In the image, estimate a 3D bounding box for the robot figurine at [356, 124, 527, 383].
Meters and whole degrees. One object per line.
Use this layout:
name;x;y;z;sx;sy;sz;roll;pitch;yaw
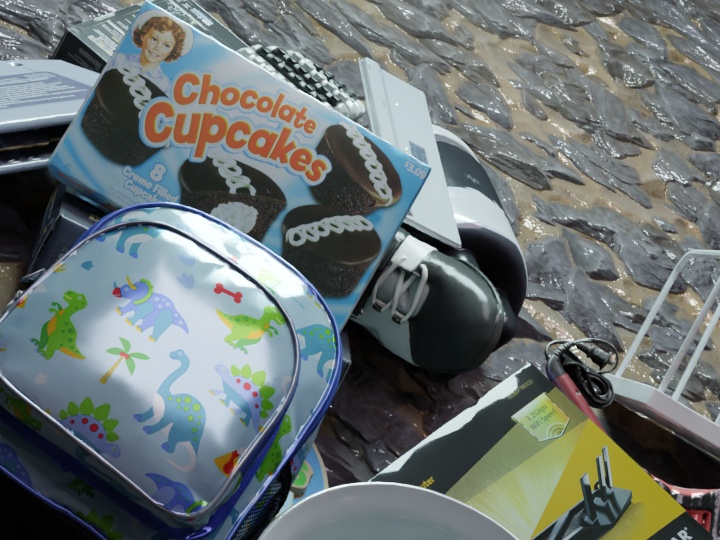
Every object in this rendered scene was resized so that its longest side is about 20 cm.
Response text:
robot figurine;0.041;-0.014;1.542;0.124;0.151;0.201;-3;37;-13

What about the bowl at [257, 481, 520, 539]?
bowl;0.016;0.217;1.173;0.199;0.091;0.202;15;46;-16

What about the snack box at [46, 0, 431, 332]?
snack box;-0.072;-0.059;1.346;0.199;0.117;0.037;30;-11;0

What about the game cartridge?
game cartridge;-0.232;-0.099;1.426;0.133;0.041;0.199;26;24;35

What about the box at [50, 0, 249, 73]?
box;-0.105;-0.112;1.622;0.200;0.044;0.160;39;29;10

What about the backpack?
backpack;-0.107;0.062;1.184;0.182;0.147;0.200;36;53;3

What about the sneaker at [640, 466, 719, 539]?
sneaker;0.199;0.172;1.455;0.199;0.087;0.074;22;65;-11

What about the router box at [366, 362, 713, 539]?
router box;0.085;0.164;1.321;0.157;0.052;0.199;43;51;17

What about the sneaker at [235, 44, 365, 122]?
sneaker;-0.079;-0.094;1.464;0.199;0.081;0.075;-10;44;-47

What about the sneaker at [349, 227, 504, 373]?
sneaker;0.000;0.000;1.396;0.199;0.075;0.088;33;9;38

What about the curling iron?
curling iron;0.172;0.128;1.397;0.049;0.026;0.201;-23;80;-22

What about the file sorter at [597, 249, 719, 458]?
file sorter;0.294;0.084;1.597;0.199;0.125;0.139;29;-3;-7

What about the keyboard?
keyboard;0.031;-0.080;1.494;0.056;0.011;0.201;32;25;-24

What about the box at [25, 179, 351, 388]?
box;-0.104;0.006;1.403;0.199;0.051;0.158;27;14;-12

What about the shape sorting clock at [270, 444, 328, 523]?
shape sorting clock;-0.105;0.089;1.322;0.199;0.039;0.201;25;30;-16
